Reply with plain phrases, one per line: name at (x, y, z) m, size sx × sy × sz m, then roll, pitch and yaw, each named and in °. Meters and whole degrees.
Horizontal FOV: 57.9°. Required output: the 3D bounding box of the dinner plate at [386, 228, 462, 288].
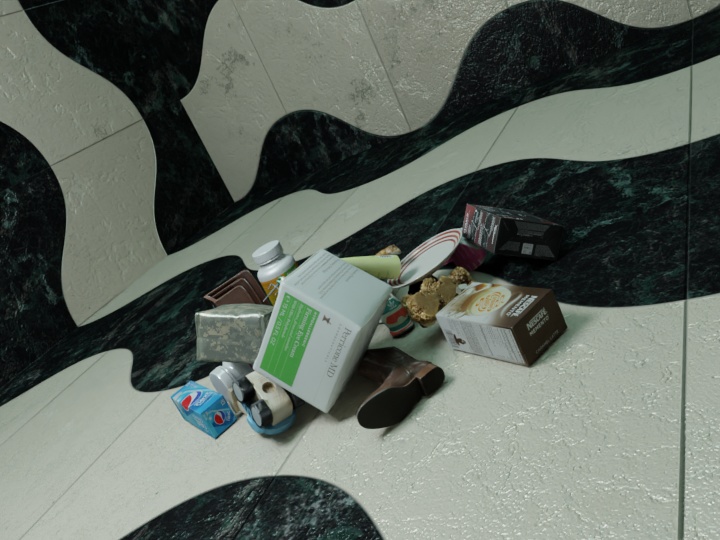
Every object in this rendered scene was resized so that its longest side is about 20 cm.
dinner plate at (0.142, -0.021, 1.412) m, size 0.198 × 0.024 × 0.201 m, roll -35°, pitch 16°, yaw 11°

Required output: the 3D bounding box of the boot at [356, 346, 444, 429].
boot at (0.030, 0.200, 1.171) m, size 0.183 × 0.066 × 0.199 m, roll -22°, pitch 18°, yaw -25°

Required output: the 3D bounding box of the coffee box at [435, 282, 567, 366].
coffee box at (0.242, 0.088, 1.139) m, size 0.114 × 0.081 × 0.198 m, roll -37°, pitch 21°, yaw -25°

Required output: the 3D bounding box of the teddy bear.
teddy bear at (0.171, 0.059, 1.295) m, size 0.143 × 0.068 × 0.200 m, roll 31°, pitch 44°, yaw 18°

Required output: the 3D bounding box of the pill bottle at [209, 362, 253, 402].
pill bottle at (-0.242, 0.204, 1.479) m, size 0.199 × 0.110 × 0.108 m, roll -40°, pitch 22°, yaw -31°

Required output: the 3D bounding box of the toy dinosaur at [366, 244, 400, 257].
toy dinosaur at (0.000, 0.000, 1.438) m, size 0.196 × 0.109 × 0.060 m, roll -16°, pitch -11°, yaw -23°

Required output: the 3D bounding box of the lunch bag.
lunch bag at (-0.235, 0.128, 1.383) m, size 0.159 × 0.121 × 0.200 m, roll 0°, pitch 6°, yaw 15°

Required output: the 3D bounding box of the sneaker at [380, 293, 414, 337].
sneaker at (0.053, 0.071, 1.429) m, size 0.069 × 0.095 × 0.200 m, roll -29°, pitch 19°, yaw -8°

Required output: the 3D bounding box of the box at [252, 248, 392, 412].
box at (-0.068, 0.108, 1.224) m, size 0.203 × 0.168 × 0.200 m, roll -67°, pitch -10°, yaw 26°

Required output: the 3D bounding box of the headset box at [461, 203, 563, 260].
headset box at (0.314, -0.086, 1.389) m, size 0.145 × 0.079 × 0.200 m, roll 6°, pitch 14°, yaw -14°

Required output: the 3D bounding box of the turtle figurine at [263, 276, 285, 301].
turtle figurine at (-0.142, 0.081, 1.621) m, size 0.099 × 0.153 × 0.198 m, roll 17°, pitch 36°, yaw 43°

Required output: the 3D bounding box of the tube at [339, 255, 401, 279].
tube at (-0.011, -0.004, 1.368) m, size 0.195 × 0.059 × 0.052 m, roll -1°, pitch 30°, yaw -24°

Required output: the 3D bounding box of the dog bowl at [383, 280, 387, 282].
dog bowl at (-0.017, 0.044, 1.550) m, size 0.196 × 0.060 × 0.200 m, roll -22°, pitch -6°, yaw -3°

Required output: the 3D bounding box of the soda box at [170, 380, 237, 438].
soda box at (-0.349, 0.303, 1.437) m, size 0.064 × 0.069 × 0.198 m, roll -37°, pitch 21°, yaw -28°

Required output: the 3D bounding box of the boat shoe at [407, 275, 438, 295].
boat shoe at (0.138, 0.041, 1.427) m, size 0.069 × 0.071 × 0.201 m, roll -25°, pitch 18°, yaw 10°

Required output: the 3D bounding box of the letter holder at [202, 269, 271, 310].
letter holder at (-0.267, 0.117, 1.593) m, size 0.141 × 0.203 × 0.100 m, roll -34°, pitch 20°, yaw -23°

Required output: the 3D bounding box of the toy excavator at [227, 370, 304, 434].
toy excavator at (-0.206, 0.265, 1.295) m, size 0.098 × 0.203 × 0.194 m, roll -23°, pitch 54°, yaw -33°

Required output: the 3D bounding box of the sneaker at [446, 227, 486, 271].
sneaker at (0.239, -0.059, 1.523) m, size 0.087 × 0.083 × 0.199 m, roll -34°, pitch 20°, yaw -15°

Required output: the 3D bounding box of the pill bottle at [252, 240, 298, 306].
pill bottle at (-0.208, 0.028, 1.741) m, size 0.109 × 0.203 × 0.112 m, roll -24°, pitch 19°, yaw 9°
